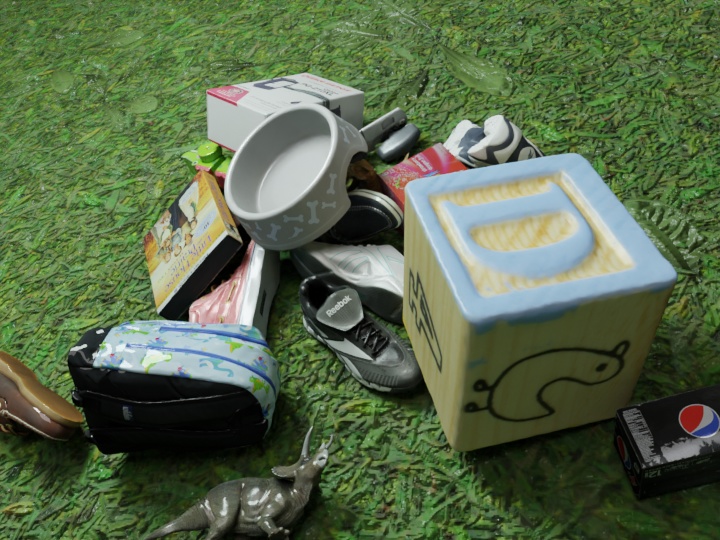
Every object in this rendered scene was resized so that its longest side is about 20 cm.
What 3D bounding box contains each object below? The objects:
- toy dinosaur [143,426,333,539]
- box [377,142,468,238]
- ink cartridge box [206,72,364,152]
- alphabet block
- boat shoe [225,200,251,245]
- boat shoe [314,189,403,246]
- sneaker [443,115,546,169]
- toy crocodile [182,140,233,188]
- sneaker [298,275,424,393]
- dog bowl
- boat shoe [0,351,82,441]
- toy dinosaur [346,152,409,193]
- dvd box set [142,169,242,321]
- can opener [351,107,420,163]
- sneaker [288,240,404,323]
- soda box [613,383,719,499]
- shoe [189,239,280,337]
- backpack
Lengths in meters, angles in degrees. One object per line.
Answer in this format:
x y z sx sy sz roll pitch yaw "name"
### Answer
-0.111 0.245 0.703 0.200 0.077 0.102 -19 34 7 "toy dinosaur"
0.114 -0.060 0.880 0.100 0.096 0.200 -28 46 -7 "box"
-0.112 -0.237 1.074 0.145 0.084 0.200 29 38 35 "ink cartridge box"
0.155 0.029 0.691 0.195 0.200 0.197 -10 45 -6 "alphabet block"
-0.135 -0.091 0.992 0.200 0.070 0.070 -38 54 12 "boat shoe"
-0.027 -0.060 0.922 0.200 0.075 0.062 -2 50 42 "boat shoe"
0.188 -0.144 0.955 0.080 0.130 0.199 -57 16 -10 "sneaker"
-0.204 -0.152 1.085 0.200 0.068 0.062 17 55 30 "toy crocodile"
-0.009 0.068 0.805 0.066 0.091 0.200 -41 50 -18 "sneaker"
-0.089 -0.127 0.889 0.200 0.059 0.200 -17 54 25 "dog bowl"
-0.417 0.167 0.859 0.200 0.070 0.070 22 76 38 "boat shoe"
0.019 -0.116 0.977 0.106 0.200 0.060 -35 87 17 "toy dinosaur"
-0.237 -0.040 0.961 0.146 0.029 0.200 -47 37 12 "dvd box set"
-0.003 -0.175 1.052 0.200 0.053 0.067 -34 56 -9 "can opener"
0.000 0.000 0.888 0.200 0.070 0.080 22 52 24 "sneaker"
0.340 0.145 0.636 0.200 0.071 0.063 -15 47 5 "soda box"
-0.163 0.028 0.906 0.091 0.072 0.200 -3 51 11 "shoe"
-0.189 0.129 0.769 0.200 0.163 0.154 7 36 15 "backpack"
